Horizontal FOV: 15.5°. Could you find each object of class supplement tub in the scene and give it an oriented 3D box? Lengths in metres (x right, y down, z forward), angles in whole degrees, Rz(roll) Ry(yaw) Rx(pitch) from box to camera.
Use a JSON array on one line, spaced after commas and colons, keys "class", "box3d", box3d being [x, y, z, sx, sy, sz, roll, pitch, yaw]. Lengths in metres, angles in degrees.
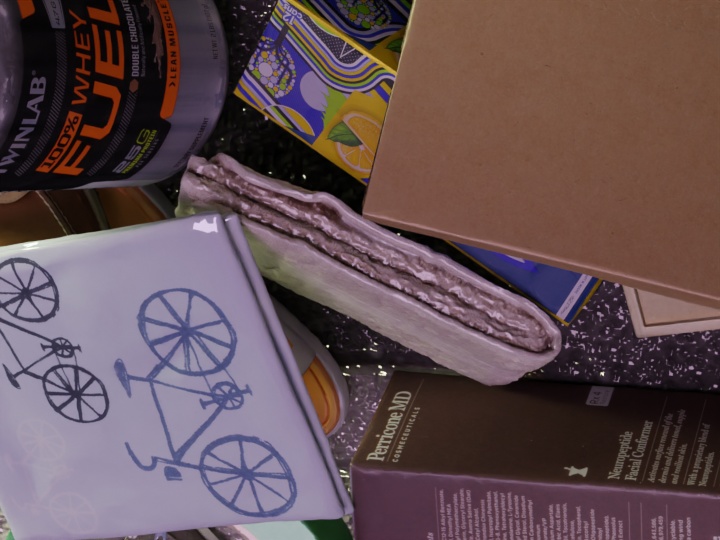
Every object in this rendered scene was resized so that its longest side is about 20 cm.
[{"class": "supplement tub", "box3d": [-0.166, -0.098, 1.238, 0.122, 0.200, 0.123, 3, 96, 37]}]

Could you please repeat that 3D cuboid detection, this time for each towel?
[{"class": "towel", "box3d": [0.000, 0.000, 1.309, 0.199, 0.133, 0.035, 27, 81, -2]}]

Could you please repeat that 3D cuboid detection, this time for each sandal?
[{"class": "sandal", "box3d": [-0.097, 0.027, 1.383, 0.207, 0.059, 0.079, 45, 121, -10]}]

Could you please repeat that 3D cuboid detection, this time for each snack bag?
[{"class": "snack bag", "box3d": [-0.121, 0.059, 1.313, 0.199, 0.021, 0.189, -8, 122, 23]}]

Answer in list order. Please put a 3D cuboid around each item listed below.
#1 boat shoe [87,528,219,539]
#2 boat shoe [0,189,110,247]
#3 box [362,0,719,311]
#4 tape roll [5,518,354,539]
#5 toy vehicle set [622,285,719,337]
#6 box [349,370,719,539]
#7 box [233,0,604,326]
[{"class": "boat shoe", "box3d": [-0.110, 0.176, 1.467, 0.201, 0.060, 0.072, 36, 124, -4]}, {"class": "boat shoe", "box3d": [-0.204, -0.058, 1.342, 0.076, 0.074, 0.200, -34, 93, 26]}, {"class": "box", "box3d": [0.114, -0.077, 1.214, 0.199, 0.021, 0.164, 14, 79, 2]}, {"class": "tape roll", "box3d": [-0.096, 0.184, 1.408, 0.200, 0.048, 0.201, 3, 105, 12]}, {"class": "toy vehicle set", "box3d": [0.216, -0.037, 1.273, 0.199, 0.027, 0.125, -7, 116, 20]}, {"class": "box", "box3d": [0.102, 0.109, 1.346, 0.199, 0.100, 0.075, 2, 118, 14]}, {"class": "box", "box3d": [0.044, -0.065, 1.268, 0.200, 0.064, 0.070, 35, 129, 5]}]
